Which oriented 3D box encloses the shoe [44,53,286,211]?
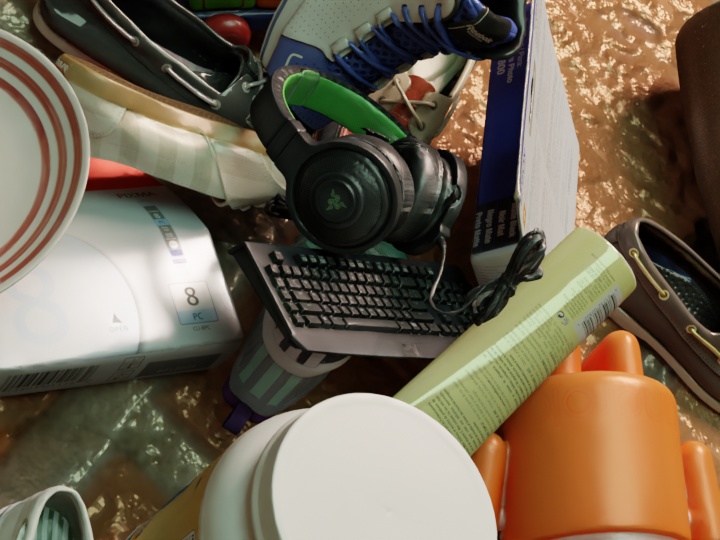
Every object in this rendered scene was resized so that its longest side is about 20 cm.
[{"bbox_3d":[-0.099,-0.069,1.108,0.200,0.070,0.053,21,93,-31],"label":"shoe"}]

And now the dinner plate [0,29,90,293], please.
[{"bbox_3d":[-0.246,-0.054,1.018,0.200,0.024,0.200,1,61,-1],"label":"dinner plate"}]

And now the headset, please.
[{"bbox_3d":[0.022,-0.052,1.069,0.123,0.094,0.200,1,46,-54],"label":"headset"}]

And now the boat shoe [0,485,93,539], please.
[{"bbox_3d":[-0.159,0.203,0.930,0.073,0.067,0.200,3,62,-31],"label":"boat shoe"}]

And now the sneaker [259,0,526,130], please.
[{"bbox_3d":[0.032,-0.157,1.133,0.081,0.199,0.115,36,16,-39],"label":"sneaker"}]

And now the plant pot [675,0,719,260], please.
[{"bbox_3d":[0.316,-0.072,1.343,0.187,0.187,0.200,15,69,-25],"label":"plant pot"}]

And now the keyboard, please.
[{"bbox_3d":[0.000,0.000,1.088,0.200,0.021,0.127,6,43,-52],"label":"keyboard"}]

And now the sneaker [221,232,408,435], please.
[{"bbox_3d":[-0.033,0.027,1.124,0.074,0.088,0.200,42,25,1],"label":"sneaker"}]

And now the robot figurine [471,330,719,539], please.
[{"bbox_3d":[0.137,0.137,1.123,0.144,0.117,0.200,22,57,-47],"label":"robot figurine"}]

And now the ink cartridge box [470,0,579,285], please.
[{"bbox_3d":[0.103,-0.063,1.189,0.041,0.200,0.200,-2,54,14],"label":"ink cartridge box"}]

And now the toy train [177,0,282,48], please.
[{"bbox_3d":[-0.016,-0.205,1.197,0.200,0.116,0.085,-3,60,-9],"label":"toy train"}]

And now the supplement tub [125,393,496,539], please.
[{"bbox_3d":[-0.035,0.157,0.949,0.145,0.200,0.145,16,56,-25],"label":"supplement tub"}]

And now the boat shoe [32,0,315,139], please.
[{"bbox_3d":[-0.106,-0.129,1.161,0.200,0.057,0.067,29,38,-17],"label":"boat shoe"}]

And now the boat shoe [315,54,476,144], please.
[{"bbox_3d":[0.031,-0.115,1.244,0.071,0.063,0.200,40,51,-8],"label":"boat shoe"}]

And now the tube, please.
[{"bbox_3d":[0.074,0.057,1.082,0.058,0.052,0.200,44,76,7],"label":"tube"}]

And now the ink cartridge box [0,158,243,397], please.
[{"bbox_3d":[-0.170,-0.032,1.076,0.160,0.047,0.200,-6,69,-35],"label":"ink cartridge box"}]

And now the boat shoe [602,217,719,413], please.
[{"bbox_3d":[0.243,0.038,1.290,0.200,0.060,0.072,39,49,-7],"label":"boat shoe"}]
